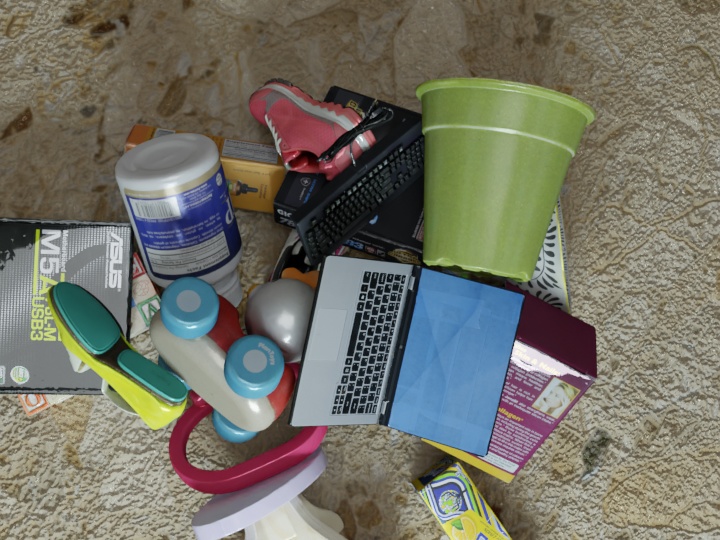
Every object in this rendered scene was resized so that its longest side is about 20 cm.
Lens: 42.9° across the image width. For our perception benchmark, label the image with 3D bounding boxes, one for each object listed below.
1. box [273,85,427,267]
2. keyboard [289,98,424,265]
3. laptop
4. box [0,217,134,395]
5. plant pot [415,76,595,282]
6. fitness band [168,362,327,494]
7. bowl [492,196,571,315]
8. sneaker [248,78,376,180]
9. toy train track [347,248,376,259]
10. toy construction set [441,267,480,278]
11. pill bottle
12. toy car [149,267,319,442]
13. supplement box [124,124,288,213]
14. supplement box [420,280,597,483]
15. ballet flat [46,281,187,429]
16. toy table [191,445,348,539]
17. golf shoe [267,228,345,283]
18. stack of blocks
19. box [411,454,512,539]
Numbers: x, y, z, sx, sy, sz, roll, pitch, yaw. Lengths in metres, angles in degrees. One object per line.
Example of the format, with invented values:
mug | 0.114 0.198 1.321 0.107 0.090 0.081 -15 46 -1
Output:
box | 0.020 -0.115 1.121 0.197 0.050 0.201 19 60 10
keyboard | 0.000 -0.106 1.017 0.200 0.021 0.128 -43 134 -23
laptop | 0.049 0.094 0.979 0.199 0.115 0.189 6 100 -39
box | -0.361 0.042 1.056 0.191 0.048 0.202 3 86 -6
plant pot | 0.142 -0.091 1.004 0.198 0.200 0.192 10 88 -6
fitness band | -0.134 0.186 1.099 0.198 0.038 0.144 -23 50 -7
bowl | 0.206 -0.036 1.141 0.093 0.201 0.203 -7 86 14
sneaker | -0.077 -0.162 1.074 0.199 0.074 0.087 25 71 40
toy train track | 0.000 0.000 1.118 0.114 0.033 0.202 21 67 -5
toy construction set | 0.077 0.052 1.134 0.131 0.092 0.200 38 96 -33
pill bottle | -0.202 -0.046 1.073 0.118 0.120 0.202 -15 123 -8
toy car | -0.115 0.060 1.035 0.177 0.185 0.200 40 60 9
supplement box | -0.188 -0.125 1.133 0.198 0.069 0.067 10 121 -6
supplement box | 0.175 0.136 1.099 0.130 0.104 0.201 28 125 -4
ballet flat | -0.279 0.101 1.012 0.200 0.067 0.067 41 117 2
toy table | -0.098 0.300 1.074 0.199 0.183 0.118 -27 96 -41
golf shoe | -0.054 -0.034 1.139 0.072 0.092 0.202 25 81 -2
stack of blocks | -0.331 0.076 1.111 0.199 0.059 0.116 -28 90 -9
box | 0.148 0.334 1.146 0.064 0.070 0.201 -35 90 -6
